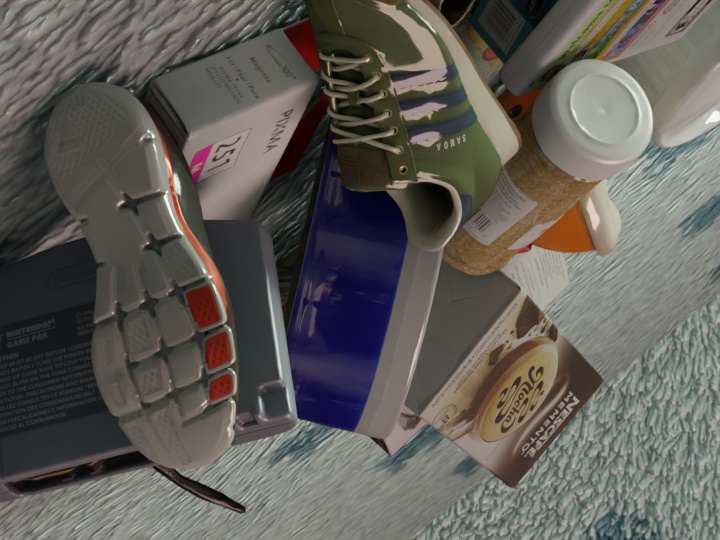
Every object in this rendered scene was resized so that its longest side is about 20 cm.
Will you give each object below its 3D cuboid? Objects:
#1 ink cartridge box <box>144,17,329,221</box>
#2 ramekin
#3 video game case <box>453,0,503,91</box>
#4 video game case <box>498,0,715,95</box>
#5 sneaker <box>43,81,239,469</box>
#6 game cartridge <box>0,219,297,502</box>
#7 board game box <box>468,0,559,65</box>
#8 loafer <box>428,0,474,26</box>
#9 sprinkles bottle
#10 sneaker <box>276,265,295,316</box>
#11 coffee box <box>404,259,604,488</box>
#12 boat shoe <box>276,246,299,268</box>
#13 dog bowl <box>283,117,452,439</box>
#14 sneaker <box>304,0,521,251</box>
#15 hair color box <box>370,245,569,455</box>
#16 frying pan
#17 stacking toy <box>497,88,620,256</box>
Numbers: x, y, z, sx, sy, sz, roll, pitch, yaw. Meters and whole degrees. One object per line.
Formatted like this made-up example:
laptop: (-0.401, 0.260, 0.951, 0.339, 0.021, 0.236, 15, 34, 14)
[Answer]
ink cartridge box: (-0.066, -0.068, 1.070, 0.174, 0.044, 0.200, -27, 162, -32)
ramekin: (0.277, -0.192, 1.396, 0.202, 0.094, 0.202, -35, 165, -11)
video game case: (0.100, -0.171, 1.183, 0.182, 0.023, 0.200, -36, 166, -6)
video game case: (0.191, -0.189, 1.072, 0.182, 0.022, 0.200, -23, 161, -44)
sneaker: (-0.096, -0.001, 0.932, 0.077, 0.200, 0.082, -11, -175, 17)
game cartridge: (-0.137, 0.045, 0.992, 0.200, 0.133, 0.040, -14, 156, 10)
board game box: (0.175, -0.213, 1.101, 0.200, 0.047, 0.151, -28, 162, -31)
loafer: (0.083, -0.204, 0.949, 0.200, 0.067, 0.076, -46, 163, 31)
sprinkles bottle: (0.107, -0.060, 1.142, 0.068, 0.068, 0.200, -30, 173, -27)
sneaker: (-0.083, 0.040, 1.305, 0.200, 0.082, 0.078, -17, 157, -9)
coffee box: (0.087, 0.069, 1.315, 0.113, 0.080, 0.200, -51, 149, -1)
boat shoe: (0.001, -0.001, 1.390, 0.200, 0.065, 0.072, -29, 164, -28)
dog bowl: (0.000, 0.000, 1.142, 0.200, 0.079, 0.200, -167, -90, -86)
sneaker: (0.017, -0.084, 0.981, 0.090, 0.067, 0.200, -60, 139, -15)
hair color box: (0.063, 0.033, 1.385, 0.200, 0.064, 0.111, -44, 150, -13)
frying pan: (-0.154, 0.116, 1.201, 0.115, 0.190, 0.031, 158, -46, -81)
stacking toy: (0.074, -0.057, 1.299, 0.200, 0.146, 0.146, -17, 168, 9)
